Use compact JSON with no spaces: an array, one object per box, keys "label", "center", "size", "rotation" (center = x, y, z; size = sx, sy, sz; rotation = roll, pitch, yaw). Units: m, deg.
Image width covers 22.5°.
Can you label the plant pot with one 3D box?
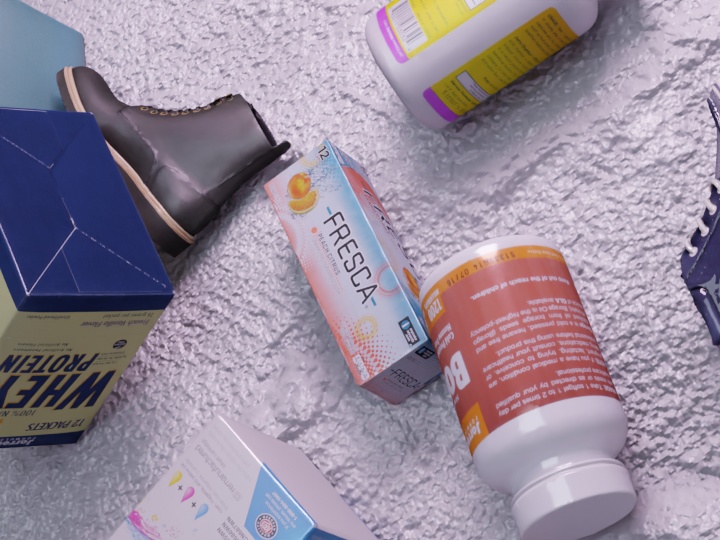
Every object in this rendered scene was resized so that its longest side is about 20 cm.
[{"label":"plant pot","center":[-0.351,-0.162,1.568],"size":[0.141,0.200,0.142],"rotation":[-18,66,23]}]

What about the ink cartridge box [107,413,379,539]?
[{"label":"ink cartridge box","center":[-0.103,0.232,1.337],"size":[0.200,0.125,0.129],"rotation":[-49,57,5]}]

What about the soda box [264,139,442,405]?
[{"label":"soda box","center":[0.000,0.000,1.397],"size":[0.068,0.064,0.201],"rotation":[-34,61,15]}]

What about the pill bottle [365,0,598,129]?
[{"label":"pill bottle","center":[0.109,-0.202,1.382],"size":[0.200,0.104,0.105],"rotation":[-33,60,15]}]

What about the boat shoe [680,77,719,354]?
[{"label":"boat shoe","center":[0.256,-0.037,1.258],"size":[0.092,0.075,0.201],"rotation":[-22,64,13]}]

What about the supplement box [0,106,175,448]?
[{"label":"supplement box","center":[-0.280,0.007,1.465],"size":[0.200,0.134,0.200],"rotation":[-53,52,36]}]

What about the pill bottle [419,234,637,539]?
[{"label":"pill bottle","center":[0.120,0.085,1.271],"size":[0.112,0.112,0.201],"rotation":[-28,61,18]}]

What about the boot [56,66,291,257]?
[{"label":"boot","center":[-0.158,-0.127,1.532],"size":[0.138,0.077,0.200],"rotation":[-39,70,6]}]
